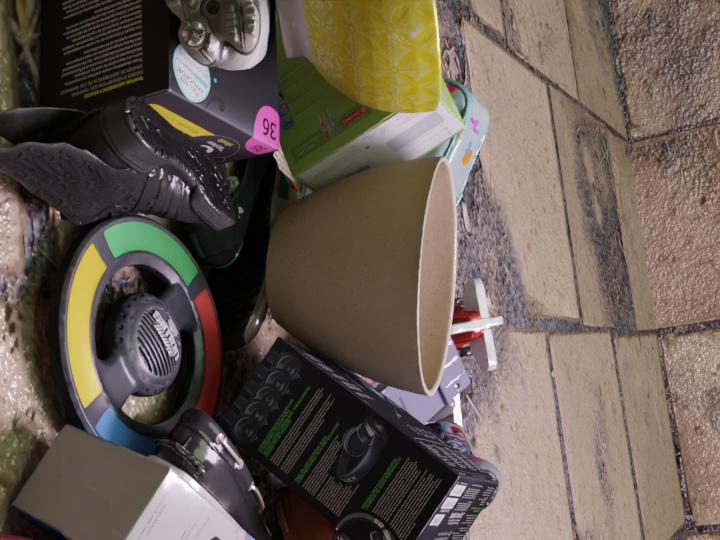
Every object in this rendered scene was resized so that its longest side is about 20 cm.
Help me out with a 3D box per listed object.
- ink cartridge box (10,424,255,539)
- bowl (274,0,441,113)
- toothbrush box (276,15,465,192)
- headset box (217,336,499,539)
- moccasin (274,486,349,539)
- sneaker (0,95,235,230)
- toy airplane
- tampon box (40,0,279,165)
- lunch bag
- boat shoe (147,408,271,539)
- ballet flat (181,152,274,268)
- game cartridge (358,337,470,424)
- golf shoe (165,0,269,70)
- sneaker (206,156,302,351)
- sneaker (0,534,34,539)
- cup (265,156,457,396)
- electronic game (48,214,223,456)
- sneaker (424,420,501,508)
[{"bbox_3d":[-0.130,0.196,0.742,0.068,0.115,0.200,-59,137,-23],"label":"ink cartridge box"},{"bbox_3d":[-0.012,-0.208,0.801,0.200,0.106,0.203,168,-90,-88],"label":"bowl"},{"bbox_3d":[-0.014,-0.184,0.975,0.086,0.145,0.202,31,32,-58],"label":"toothbrush box"},{"bbox_3d":[-0.002,0.151,0.891,0.093,0.199,0.174,-54,159,-1],"label":"headset box"},{"bbox_3d":[-0.042,0.294,0.966,0.074,0.077,0.204,23,56,-78],"label":"moccasin"},{"bbox_3d":[-0.176,-0.068,0.776,0.200,0.103,0.061,45,24,-62],"label":"sneaker"},{"bbox_3d":[0.076,0.070,1.205,0.201,0.139,0.201,-107,-168,-47],"label":"toy airplane"},{"bbox_3d":[-0.154,-0.195,0.840,0.149,0.125,0.203,20,64,-60],"label":"tampon box"},{"bbox_3d":[0.029,-0.112,1.117,0.202,0.159,0.077,-65,154,-1],"label":"lunch bag"},{"bbox_3d":[-0.106,0.169,0.830,0.061,0.073,0.201,-57,148,-20],"label":"boat shoe"},{"bbox_3d":[-0.117,-0.098,0.952,0.073,0.072,0.202,52,39,-44],"label":"ballet flat"},{"bbox_3d":[0.015,0.122,1.059,0.199,0.038,0.130,-39,125,-21],"label":"game cartridge"},{"bbox_3d":[-0.104,-0.240,0.762,0.097,0.077,0.203,-1,86,-79],"label":"golf shoe"},{"bbox_3d":[-0.083,-0.006,0.981,0.093,0.070,0.202,43,40,-42],"label":"sneaker"},{"bbox_3d":[-0.175,0.245,0.692,0.200,0.073,0.088,47,61,-31],"label":"sneaker"},{"bbox_3d":[0.000,0.000,0.922,0.200,0.141,0.203,4,90,-77],"label":"cup"},{"bbox_3d":[-0.166,0.057,0.821,0.200,0.041,0.202,35,50,-56],"label":"electronic game"},{"bbox_3d":[0.079,0.187,1.093,0.096,0.199,0.080,-45,111,-27],"label":"sneaker"}]
